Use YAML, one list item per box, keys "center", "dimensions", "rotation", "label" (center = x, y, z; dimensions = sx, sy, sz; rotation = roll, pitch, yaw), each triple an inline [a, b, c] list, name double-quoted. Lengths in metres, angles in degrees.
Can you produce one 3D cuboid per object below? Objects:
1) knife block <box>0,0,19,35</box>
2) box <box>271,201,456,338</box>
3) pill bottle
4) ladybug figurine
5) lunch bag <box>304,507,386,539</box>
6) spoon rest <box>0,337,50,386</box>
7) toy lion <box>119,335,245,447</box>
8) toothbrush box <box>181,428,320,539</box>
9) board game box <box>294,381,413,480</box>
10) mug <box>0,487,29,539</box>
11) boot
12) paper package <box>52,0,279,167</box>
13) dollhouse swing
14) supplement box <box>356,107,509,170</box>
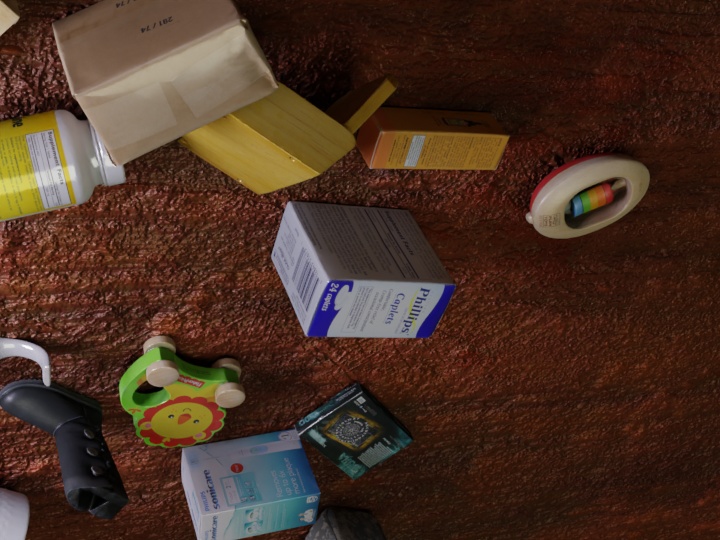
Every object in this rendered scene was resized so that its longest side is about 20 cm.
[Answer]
- center: [-0.451, -0.300, 1.111]
  dimensions: [0.200, 0.064, 0.176]
  rotation: [-38, 134, 11]
  label: "knife block"
- center: [0.000, 0.000, 1.507]
  dimensions: [0.200, 0.184, 0.105]
  rotation: [3, 127, -26]
  label: "box"
- center: [-0.383, -0.124, 1.257]
  dimensions: [0.200, 0.113, 0.113]
  rotation: [-14, 134, -14]
  label: "pill bottle"
- center: [0.340, -0.120, 1.636]
  dimensions: [0.200, 0.072, 0.136]
  rotation: [-19, 135, -9]
  label: "ladybug figurine"
- center: [-0.032, 0.563, 1.997]
  dimensions: [0.139, 0.200, 0.168]
  rotation: [18, 117, -33]
  label: "lunch bag"
- center: [-0.525, 0.123, 1.475]
  dimensions: [0.199, 0.061, 0.100]
  rotation: [4, 127, -11]
  label: "spoon rest"
- center: [-0.285, 0.201, 1.651]
  dimensions: [0.200, 0.069, 0.192]
  rotation: [25, 123, -39]
  label: "toy lion"
- center: [-0.183, 0.354, 1.770]
  dimensions: [0.199, 0.147, 0.085]
  rotation: [-7, 132, -18]
  label: "toothbrush box"
- center: [-0.009, 0.282, 1.868]
  dimensions: [0.135, 0.028, 0.200]
  rotation: [-34, 136, 7]
  label: "board game box"
- center: [-0.621, 0.392, 1.617]
  dimensions: [0.175, 0.148, 0.200]
  rotation: [24, 147, -30]
  label: "mug"
- center: [-0.423, 0.253, 1.526]
  dimensions: [0.165, 0.200, 0.066]
  rotation: [19, 120, -36]
  label: "boot"
- center: [-0.218, -0.236, 1.187]
  dimensions: [0.200, 0.191, 0.104]
  rotation: [-26, 133, -2]
  label: "paper package"
- center: [-0.088, -0.200, 1.305]
  dimensions: [0.182, 0.200, 0.176]
  rotation: [33, 75, -20]
  label: "dollhouse swing"
- center: [0.100, -0.180, 1.475]
  dimensions: [0.199, 0.067, 0.069]
  rotation: [-3, 131, -22]
  label: "supplement box"
